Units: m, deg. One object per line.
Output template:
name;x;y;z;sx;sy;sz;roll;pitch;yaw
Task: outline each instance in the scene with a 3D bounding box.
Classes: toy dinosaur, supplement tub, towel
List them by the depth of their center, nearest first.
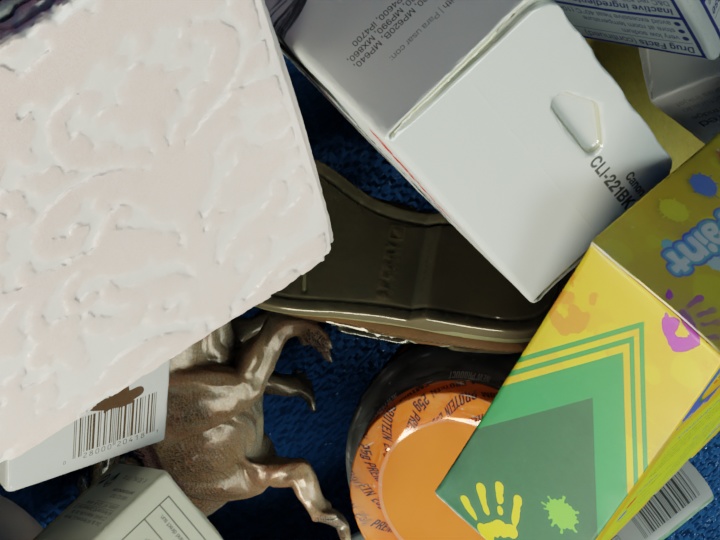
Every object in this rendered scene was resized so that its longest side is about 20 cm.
towel;-0.112;-0.022;0.937;0.200;0.032;0.191;-32;138;-15
toy dinosaur;-0.082;0.071;1.190;0.135;0.086;0.201;-10;122;-10
supplement tub;0.064;0.077;1.219;0.123;0.122;0.200;-60;175;19

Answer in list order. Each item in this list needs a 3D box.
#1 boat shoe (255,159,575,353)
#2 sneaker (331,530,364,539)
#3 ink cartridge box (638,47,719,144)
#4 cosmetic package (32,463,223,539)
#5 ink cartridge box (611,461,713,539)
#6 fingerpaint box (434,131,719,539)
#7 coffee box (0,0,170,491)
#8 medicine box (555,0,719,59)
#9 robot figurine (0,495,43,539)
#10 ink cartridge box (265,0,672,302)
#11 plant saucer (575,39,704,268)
boat shoe;0.000;0.000;1.130;0.068;0.199;0.072;64;46;-71
sneaker;-0.056;0.183;1.289;0.200;0.071;0.099;-12;164;-41
ink cartridge box;0.239;-0.099;1.182;0.146;0.086;0.200;-20;148;30
cosmetic package;-0.132;0.184;1.058;0.200;0.073;0.104;-42;105;-18
ink cartridge box;0.077;0.179;1.349;0.161;0.050;0.200;-31;168;-44
fingerpaint box;0.138;0.019;1.068;0.200;0.073;0.167;-38;163;-43
coffee box;-0.131;-0.028;1.028;0.079;0.114;0.201;-17;133;-28
medicine box;0.103;-0.217;1.021;0.200;0.103;0.183;48;61;-52
robot figurine;-0.211;0.162;1.127;0.199;0.113;0.170;-14;151;-32
ink cartridge box;0.017;-0.098;1.025;0.084;0.200;0.144;-45;141;1
plant saucer;0.137;-0.058;1.224;0.200;0.048;0.201;45;59;-43
